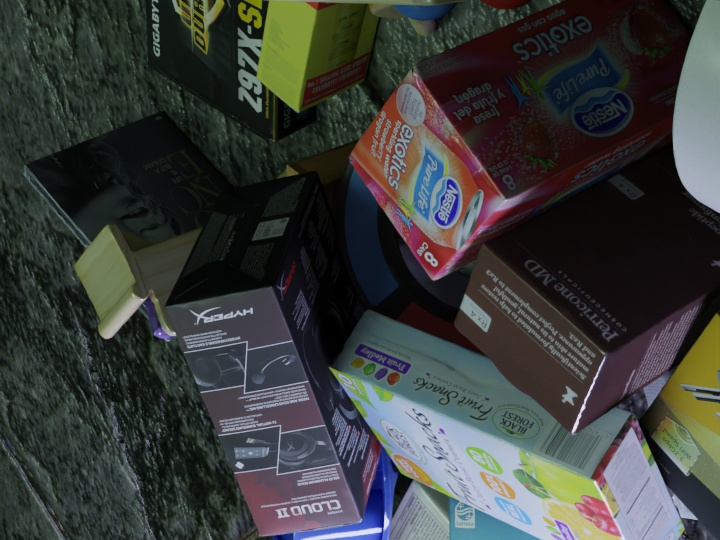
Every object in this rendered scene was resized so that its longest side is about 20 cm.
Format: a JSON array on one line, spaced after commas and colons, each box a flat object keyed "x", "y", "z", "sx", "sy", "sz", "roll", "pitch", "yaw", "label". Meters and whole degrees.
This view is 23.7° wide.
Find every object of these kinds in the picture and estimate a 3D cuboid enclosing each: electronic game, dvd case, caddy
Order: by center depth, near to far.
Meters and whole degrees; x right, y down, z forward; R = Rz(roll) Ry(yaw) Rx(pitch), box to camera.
[{"x": 0.082, "y": -0.034, "z": 1.112, "sx": 0.201, "sy": 0.199, "sz": 0.042, "roll": 53, "pitch": -177, "yaw": 11, "label": "electronic game"}, {"x": -0.020, "y": 0.155, "z": 1.390, "sx": 0.200, "sy": 0.104, "sz": 0.143, "roll": -152, "pitch": 58, "yaw": -76, "label": "caddy"}, {"x": -0.163, "y": -0.042, "z": 1.427, "sx": 0.200, "sy": 0.148, "sz": 0.016, "roll": 47, "pitch": 139, "yaw": 19, "label": "dvd case"}]

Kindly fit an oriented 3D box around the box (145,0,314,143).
[{"x": -0.102, "y": -0.220, "z": 1.318, "sx": 0.159, "sy": 0.049, "sz": 0.201, "roll": 32, "pitch": 136, "yaw": 33, "label": "box"}]

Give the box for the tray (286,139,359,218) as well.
[{"x": 0.000, "y": 0.000, "z": 1.290, "sx": 0.037, "sy": 0.098, "sz": 0.201, "roll": 38, "pitch": 140, "yaw": 46, "label": "tray"}]

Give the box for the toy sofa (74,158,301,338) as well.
[{"x": -0.113, "y": -0.006, "z": 1.345, "sx": 0.098, "sy": 0.199, "sz": 0.083, "roll": 62, "pitch": 144, "yaw": 7, "label": "toy sofa"}]

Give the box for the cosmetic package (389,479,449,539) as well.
[{"x": 0.113, "y": 0.246, "z": 1.340, "sx": 0.200, "sy": 0.073, "sz": 0.104, "roll": 47, "pitch": 143, "yaw": 19, "label": "cosmetic package"}]

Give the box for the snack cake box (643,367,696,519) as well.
[{"x": 0.273, "y": 0.094, "z": 1.041, "sx": 0.199, "sy": 0.067, "sz": 0.116, "roll": -1, "pitch": 111, "yaw": 52, "label": "snack cake box"}]

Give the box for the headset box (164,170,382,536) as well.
[{"x": -0.043, "y": 0.061, "z": 1.118, "sx": 0.077, "sy": 0.149, "sz": 0.201, "roll": -10, "pitch": 119, "yaw": 17, "label": "headset box"}]

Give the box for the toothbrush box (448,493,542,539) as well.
[{"x": 0.124, "y": 0.248, "z": 1.191, "sx": 0.085, "sy": 0.146, "sz": 0.202, "roll": 0, "pitch": 87, "yaw": 24, "label": "toothbrush box"}]

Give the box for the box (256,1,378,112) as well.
[{"x": -0.020, "y": -0.210, "z": 1.197, "sx": 0.050, "sy": 0.075, "sz": 0.201, "roll": 42, "pitch": 140, "yaw": 25, "label": "box"}]

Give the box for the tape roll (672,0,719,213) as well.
[{"x": 0.262, "y": -0.091, "z": 0.812, "sx": 0.139, "sy": 0.202, "sz": 0.204, "roll": 35, "pitch": 137, "yaw": 32, "label": "tape roll"}]

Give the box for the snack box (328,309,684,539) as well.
[{"x": 0.091, "y": 0.110, "z": 1.065, "sx": 0.199, "sy": 0.053, "sz": 0.143, "roll": 22, "pitch": 155, "yaw": 35, "label": "snack box"}]

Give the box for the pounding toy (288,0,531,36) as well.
[{"x": 0.039, "y": -0.203, "z": 1.056, "sx": 0.199, "sy": 0.183, "sz": 0.144, "roll": 11, "pitch": 110, "yaw": 47, "label": "pounding toy"}]

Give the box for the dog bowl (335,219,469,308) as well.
[{"x": 0.053, "y": 0.039, "z": 1.205, "sx": 0.198, "sy": 0.059, "sz": 0.202, "roll": 8, "pitch": 121, "yaw": 13, "label": "dog bowl"}]

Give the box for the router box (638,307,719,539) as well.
[{"x": 0.260, "y": 0.115, "z": 0.967, "sx": 0.200, "sy": 0.052, "sz": 0.158, "roll": 48, "pitch": 142, "yaw": 20, "label": "router box"}]

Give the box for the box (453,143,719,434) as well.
[{"x": 0.161, "y": 0.002, "z": 1.002, "sx": 0.100, "sy": 0.199, "sz": 0.075, "roll": 42, "pitch": 140, "yaw": 25, "label": "box"}]

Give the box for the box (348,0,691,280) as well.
[{"x": 0.106, "y": -0.088, "z": 1.011, "sx": 0.096, "sy": 0.199, "sz": 0.100, "roll": 56, "pitch": 145, "yaw": 11, "label": "box"}]
